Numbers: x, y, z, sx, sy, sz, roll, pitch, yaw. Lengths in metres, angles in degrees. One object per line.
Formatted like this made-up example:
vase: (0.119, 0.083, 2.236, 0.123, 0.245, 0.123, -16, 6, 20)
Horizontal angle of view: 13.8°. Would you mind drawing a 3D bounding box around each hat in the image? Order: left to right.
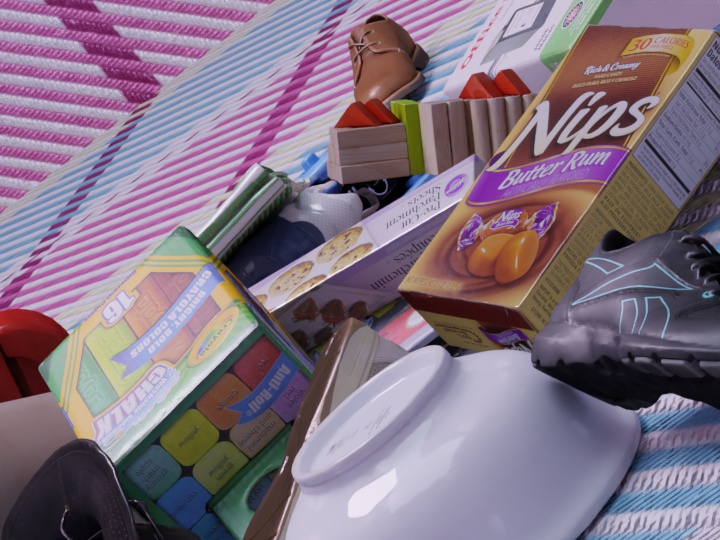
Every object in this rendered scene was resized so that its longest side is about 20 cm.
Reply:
hat: (-0.122, 0.181, 1.583, 0.081, 0.202, 0.200, -2, -8, -28)

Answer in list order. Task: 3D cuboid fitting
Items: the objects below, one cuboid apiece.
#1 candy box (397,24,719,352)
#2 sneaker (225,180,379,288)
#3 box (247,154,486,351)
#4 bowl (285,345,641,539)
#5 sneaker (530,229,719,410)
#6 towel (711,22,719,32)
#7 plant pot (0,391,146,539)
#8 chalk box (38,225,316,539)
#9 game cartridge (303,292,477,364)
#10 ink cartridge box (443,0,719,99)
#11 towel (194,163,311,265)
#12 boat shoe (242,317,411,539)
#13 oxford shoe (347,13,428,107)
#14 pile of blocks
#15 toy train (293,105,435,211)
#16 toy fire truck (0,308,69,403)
candy box: (0.121, -0.045, 1.639, 0.200, 0.056, 0.116, -53, 30, -18)
sneaker: (-0.038, 0.012, 1.945, 0.146, 0.081, 0.200, -42, -11, -10)
box: (0.000, 0.000, 1.767, 0.200, 0.039, 0.042, -30, 34, 25)
bowl: (0.031, 0.100, 1.429, 0.201, 0.090, 0.201, -38, 11, 9)
sneaker: (0.145, 0.019, 1.316, 0.200, 0.075, 0.080, 5, 70, 60)
towel: (0.187, -0.086, 1.739, 0.200, 0.049, 0.112, -40, 13, 9)
plant pot: (-0.216, 0.159, 1.819, 0.173, 0.201, 0.200, -28, 6, -22)
chalk box: (-0.079, 0.087, 1.667, 0.125, 0.124, 0.200, -44, 28, 0)
game cartridge: (0.014, 0.034, 1.782, 0.200, 0.041, 0.133, -38, 26, 11)
ink cartridge box: (0.158, -0.164, 1.978, 0.146, 0.084, 0.200, -57, 17, -18)
towel: (-0.094, -0.008, 1.928, 0.153, 0.023, 0.200, -48, -5, 3)
boat shoe: (-0.014, 0.123, 1.540, 0.072, 0.065, 0.201, -43, 23, 60)
oxford shoe: (0.013, -0.178, 2.607, 0.071, 0.071, 0.200, -36, 13, 12)
pile of blocks: (0.069, -0.097, 1.902, 0.199, 0.063, 0.082, -4, 8, 14)
toy train: (-0.024, -0.042, 2.175, 0.200, 0.087, 0.114, -46, 7, -28)
toy fire truck: (-0.180, 0.100, 1.949, 0.199, 0.177, 0.129, -26, 10, -6)
